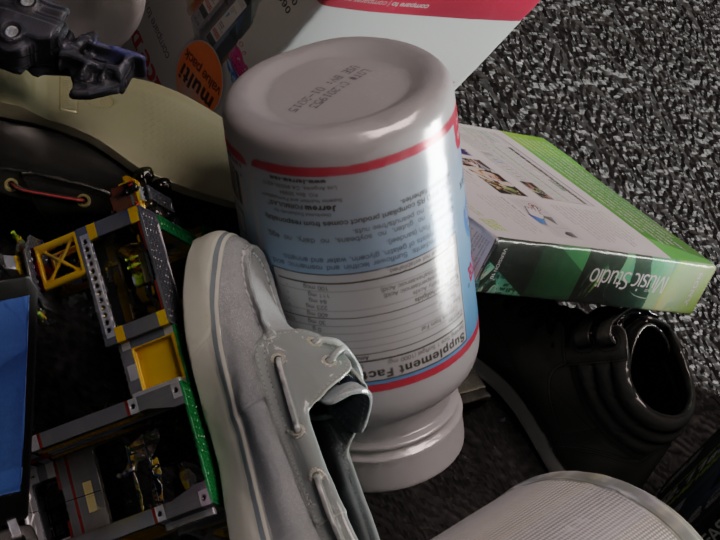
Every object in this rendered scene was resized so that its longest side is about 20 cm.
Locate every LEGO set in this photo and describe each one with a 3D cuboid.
[{"bbox_3d":[-0.116,0.066,1.269,0.154,0.115,0.201,14,57,-74],"label":"LEGO set"}]

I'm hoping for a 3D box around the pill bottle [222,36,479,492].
[{"bbox_3d":[0.000,0.000,1.301,0.108,0.201,0.109,-5,31,3],"label":"pill bottle"}]

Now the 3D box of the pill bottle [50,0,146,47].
[{"bbox_3d":[-0.167,-0.210,1.428,0.114,0.114,0.201,22,45,-28],"label":"pill bottle"}]

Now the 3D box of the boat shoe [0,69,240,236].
[{"bbox_3d":[-0.135,-0.058,1.337,0.200,0.063,0.074,18,34,-10],"label":"boat shoe"}]

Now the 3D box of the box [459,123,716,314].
[{"bbox_3d":[0.079,-0.032,1.449,0.199,0.036,0.144,5,28,-49],"label":"box"}]

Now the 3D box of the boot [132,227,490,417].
[{"bbox_3d":[-0.018,0.022,1.411,0.199,0.068,0.131,2,62,-40],"label":"boot"}]

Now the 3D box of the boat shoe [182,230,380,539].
[{"bbox_3d":[-0.026,0.067,1.209,0.070,0.071,0.202,45,28,-60],"label":"boat shoe"}]

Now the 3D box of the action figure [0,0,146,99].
[{"bbox_3d":[-0.198,-0.123,1.243,0.199,0.105,0.194,13,49,5],"label":"action figure"}]

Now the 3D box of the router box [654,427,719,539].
[{"bbox_3d":[0.212,0.115,1.428,0.062,0.200,0.150,40,38,0],"label":"router box"}]

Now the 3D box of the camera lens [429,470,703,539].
[{"bbox_3d":[0.073,0.193,1.266,0.160,0.160,0.200,54,39,9],"label":"camera lens"}]

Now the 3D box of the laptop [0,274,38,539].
[{"bbox_3d":[-0.185,0.125,1.108,0.176,0.103,0.201,-12,65,-34],"label":"laptop"}]

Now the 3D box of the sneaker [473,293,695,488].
[{"bbox_3d":[0.108,0.029,1.489,0.200,0.099,0.071,52,41,9],"label":"sneaker"}]

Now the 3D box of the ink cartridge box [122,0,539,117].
[{"bbox_3d":[-0.023,-0.158,1.450,0.144,0.200,0.146,-1,57,-40],"label":"ink cartridge box"}]
